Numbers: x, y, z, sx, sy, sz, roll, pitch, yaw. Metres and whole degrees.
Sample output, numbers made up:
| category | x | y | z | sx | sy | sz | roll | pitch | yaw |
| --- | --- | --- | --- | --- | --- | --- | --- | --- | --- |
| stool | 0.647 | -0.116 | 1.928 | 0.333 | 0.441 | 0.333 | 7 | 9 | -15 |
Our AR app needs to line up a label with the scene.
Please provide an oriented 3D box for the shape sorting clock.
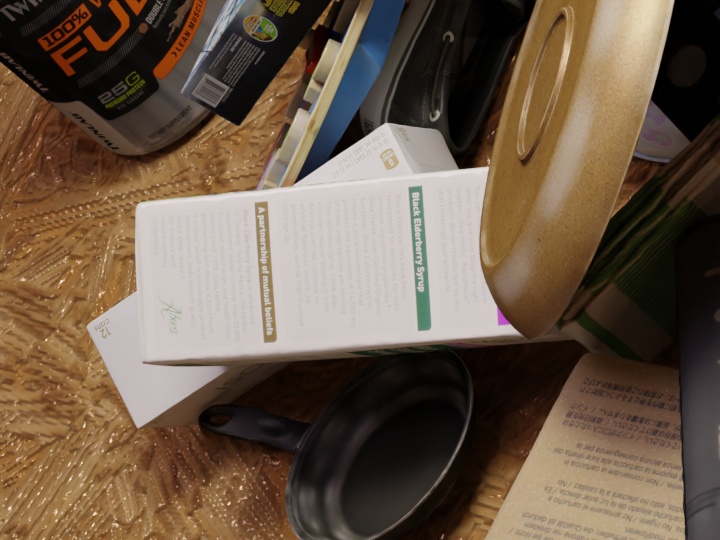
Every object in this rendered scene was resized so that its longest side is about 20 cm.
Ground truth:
| category | x | y | z | sx | sy | sz | roll | pitch | yaw |
| --- | --- | --- | --- | --- | --- | --- | --- | --- | --- |
| shape sorting clock | -0.015 | -0.115 | 1.382 | 0.201 | 0.039 | 0.200 | -62 | 8 | 14 |

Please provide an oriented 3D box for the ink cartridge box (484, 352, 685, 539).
| category | x | y | z | sx | sy | sz | roll | pitch | yaw |
| --- | --- | --- | --- | --- | --- | --- | --- | --- | --- |
| ink cartridge box | 0.143 | 0.130 | 1.039 | 0.199 | 0.075 | 0.165 | 11 | 65 | 44 |

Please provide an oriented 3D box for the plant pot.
| category | x | y | z | sx | sy | sz | roll | pitch | yaw |
| --- | --- | --- | --- | --- | --- | --- | --- | --- | --- |
| plant pot | 0.084 | -0.072 | 1.061 | 0.200 | 0.027 | 0.201 | -165 | 90 | -83 |

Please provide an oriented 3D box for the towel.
| category | x | y | z | sx | sy | sz | roll | pitch | yaw |
| --- | --- | --- | --- | --- | --- | --- | --- | --- | --- |
| towel | 0.164 | -0.040 | 1.129 | 0.023 | 0.153 | 0.200 | 43 | 94 | 22 |

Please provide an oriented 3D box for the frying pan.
| category | x | y | z | sx | sy | sz | roll | pitch | yaw |
| --- | --- | --- | --- | --- | --- | --- | --- | --- | --- |
| frying pan | -0.016 | 0.097 | 1.276 | 0.190 | 0.031 | 0.115 | -21 | 41 | 38 |

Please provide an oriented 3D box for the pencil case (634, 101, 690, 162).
| category | x | y | z | sx | sy | sz | roll | pitch | yaw |
| --- | --- | --- | --- | --- | --- | --- | --- | --- | --- |
| pencil case | 0.167 | -0.149 | 1.265 | 0.201 | 0.083 | 0.091 | -62 | 21 | -15 |

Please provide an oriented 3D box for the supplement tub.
| category | x | y | z | sx | sy | sz | roll | pitch | yaw |
| --- | --- | --- | --- | --- | --- | --- | --- | --- | --- |
| supplement tub | -0.169 | -0.167 | 1.521 | 0.122 | 0.200 | 0.123 | -26 | 43 | 28 |

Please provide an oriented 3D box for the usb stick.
| category | x | y | z | sx | sy | sz | roll | pitch | yaw |
| --- | --- | --- | --- | --- | --- | --- | --- | --- | --- |
| usb stick | 0.148 | 0.058 | 1.015 | 0.055 | 0.033 | 0.201 | -22 | 43 | 28 |

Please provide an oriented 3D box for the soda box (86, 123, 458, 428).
| category | x | y | z | sx | sy | sz | roll | pitch | yaw |
| --- | --- | --- | --- | --- | --- | --- | --- | --- | --- |
| soda box | -0.037 | 0.005 | 1.333 | 0.200 | 0.068 | 0.064 | -34 | 76 | 20 |

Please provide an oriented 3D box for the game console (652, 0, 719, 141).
| category | x | y | z | sx | sy | sz | roll | pitch | yaw |
| --- | --- | --- | --- | --- | --- | --- | --- | --- | --- |
| game console | 0.210 | -0.132 | 1.117 | 0.200 | 0.176 | 0.116 | -46 | 37 | 4 |

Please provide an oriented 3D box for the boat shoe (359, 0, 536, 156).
| category | x | y | z | sx | sy | sz | roll | pitch | yaw |
| --- | --- | --- | --- | --- | --- | --- | --- | --- | --- |
| boat shoe | 0.067 | -0.145 | 1.384 | 0.056 | 0.069 | 0.201 | 16 | 73 | 36 |

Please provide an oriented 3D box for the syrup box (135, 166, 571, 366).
| category | x | y | z | sx | sy | sz | roll | pitch | yaw |
| --- | --- | --- | --- | --- | --- | --- | --- | --- | --- |
| syrup box | 0.000 | 0.000 | 1.234 | 0.199 | 0.079 | 0.082 | -4 | 87 | 24 |

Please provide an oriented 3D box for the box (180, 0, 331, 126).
| category | x | y | z | sx | sy | sz | roll | pitch | yaw |
| --- | --- | --- | --- | --- | --- | --- | --- | --- | --- |
| box | -0.018 | -0.178 | 1.337 | 0.200 | 0.040 | 0.137 | -47 | 16 | 54 |
